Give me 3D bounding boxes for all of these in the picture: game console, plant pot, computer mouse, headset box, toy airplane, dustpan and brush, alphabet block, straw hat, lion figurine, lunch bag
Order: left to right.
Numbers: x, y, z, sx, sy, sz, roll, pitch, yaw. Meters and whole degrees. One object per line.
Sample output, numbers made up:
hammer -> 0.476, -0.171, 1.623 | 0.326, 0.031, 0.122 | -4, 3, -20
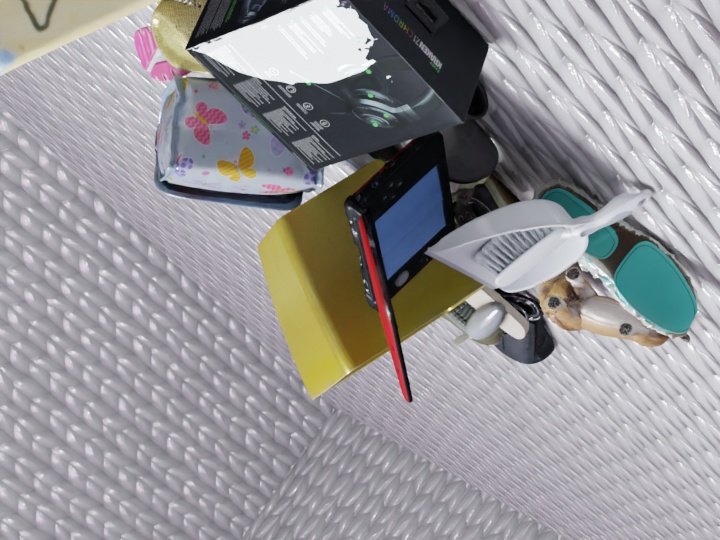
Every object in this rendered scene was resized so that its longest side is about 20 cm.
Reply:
alphabet block -> -0.320, -0.312, 1.732 | 0.196, 0.199, 0.196 | 15, 130, 65
straw hat -> -0.161, -0.244, 1.809 | 0.200, 0.085, 0.202 | 24, 143, 19
lunch bag -> -0.128, -0.132, 1.900 | 0.169, 0.128, 0.200 | 5, 179, -12
headset box -> -0.014, -0.191, 1.540 | 0.199, 0.093, 0.174 | -15, 134, 42
plant pot -> 0.000, 0.000, 1.926 | 0.177, 0.200, 0.200 | 57, 163, 4
game console -> 0.057, -0.004, 1.704 | 0.119, 0.172, 0.200 | 40, 162, 24
toy airplane -> 0.089, 0.001, 2.101 | 0.200, 0.141, 0.199 | 29, 167, 35
computer mouse -> 0.190, 0.071, 2.330 | 0.138, 0.053, 0.200 | 29, 168, 31
dustpan and brush -> 0.177, -0.033, 1.655 | 0.139, 0.200, 0.057 | 26, -146, -51
lion figurine -> 0.270, 0.048, 1.918 | 0.199, 0.073, 0.122 | 27, 174, 25

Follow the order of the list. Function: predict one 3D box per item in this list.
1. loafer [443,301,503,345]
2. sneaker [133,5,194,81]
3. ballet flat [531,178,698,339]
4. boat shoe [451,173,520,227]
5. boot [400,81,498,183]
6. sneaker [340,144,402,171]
loafer -> 0.111, 0.031, 2.243 | 0.200, 0.075, 0.070 | 50, 174, 40
sneaker -> -0.144, -0.254, 1.940 | 0.199, 0.088, 0.082 | 8, 126, 30
ballet flat -> 0.247, -0.018, 1.738 | 0.200, 0.072, 0.072 | 43, 170, -1
boat shoe -> 0.129, -0.055, 1.808 | 0.073, 0.065, 0.200 | 45, -176, -9
boot -> 0.081, -0.147, 1.693 | 0.200, 0.070, 0.131 | 37, 165, -27
sneaker -> -0.014, -0.154, 1.993 | 0.199, 0.075, 0.087 | 26, 158, 19
